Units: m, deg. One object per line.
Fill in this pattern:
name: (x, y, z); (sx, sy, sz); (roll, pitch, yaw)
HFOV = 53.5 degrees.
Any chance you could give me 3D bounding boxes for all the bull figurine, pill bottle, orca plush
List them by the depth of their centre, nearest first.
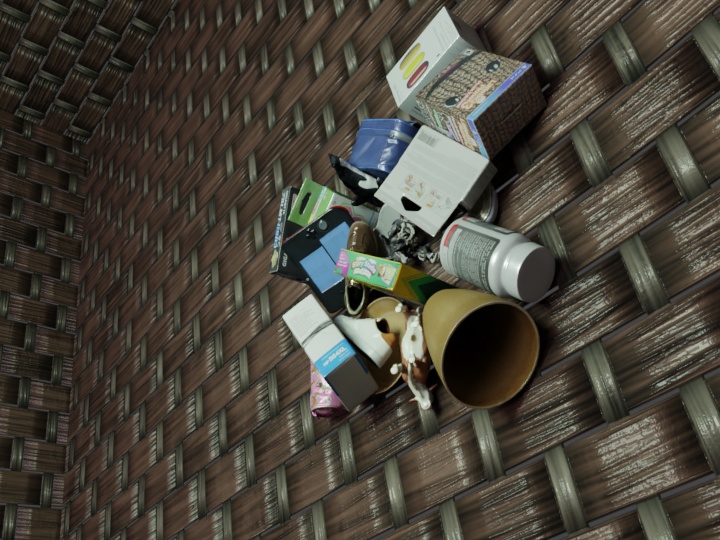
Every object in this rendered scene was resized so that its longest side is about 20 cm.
pill bottle: (0.242, -0.019, 1.275); (0.199, 0.112, 0.117); (27, 96, 53)
bull figurine: (0.105, 0.162, 1.369); (0.063, 0.121, 0.206); (-8, 67, 21)
orca plush: (0.000, -0.177, 1.569); (0.104, 0.198, 0.073); (18, 80, 45)

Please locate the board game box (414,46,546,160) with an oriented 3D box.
board game box: (0.229, -0.329, 1.386); (0.159, 0.097, 0.199); (-43, 39, -7)

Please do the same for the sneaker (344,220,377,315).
sneaker: (0.000, 0.000, 1.532); (0.076, 0.068, 0.206); (-77, -11, -68)

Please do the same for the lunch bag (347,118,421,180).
lunch bag: (0.074, -0.266, 1.573); (0.198, 0.134, 0.136); (14, 86, 53)

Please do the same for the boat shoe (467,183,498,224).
boat shoe: (0.219, -0.175, 1.411); (0.072, 0.061, 0.205); (-35, 50, 37)

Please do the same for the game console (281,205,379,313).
game console: (-0.056, -0.024, 1.581); (0.175, 0.202, 0.031); (-33, 14, 13)

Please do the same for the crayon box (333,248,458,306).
crayon box: (0.069, 0.021, 1.429); (0.198, 0.170, 0.060); (15, 86, 53)

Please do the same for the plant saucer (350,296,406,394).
plant saucer: (0.051, 0.160, 1.506); (0.198, 0.035, 0.206); (-25, 57, 45)

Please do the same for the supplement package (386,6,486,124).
supplement package: (0.166, -0.438, 1.549); (0.200, 0.108, 0.116); (-45, 44, 30)

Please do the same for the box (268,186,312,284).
box: (-0.106, -0.068, 1.665); (0.049, 0.195, 0.206); (-12, 66, 53)

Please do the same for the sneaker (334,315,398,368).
sneaker: (0.017, 0.130, 1.493); (0.085, 0.073, 0.199); (-45, 34, -8)

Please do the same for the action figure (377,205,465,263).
action figure: (0.117, -0.074, 1.457); (0.201, 0.117, 0.103); (-50, 34, 17)

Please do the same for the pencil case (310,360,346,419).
pencil case: (-0.074, 0.226, 1.601); (0.086, 0.081, 0.205); (-37, 49, 47)

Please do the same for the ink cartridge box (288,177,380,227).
ink cartridge box: (-0.054, -0.120, 1.620); (0.106, 0.196, 0.059); (-64, 33, 8)

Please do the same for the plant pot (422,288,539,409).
plant pot: (0.187, 0.113, 1.261); (0.190, 0.183, 0.200); (-64, 23, 8)

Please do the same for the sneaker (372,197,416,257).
sneaker: (0.069, -0.100, 1.577); (0.099, 0.070, 0.202); (-48, -10, -38)

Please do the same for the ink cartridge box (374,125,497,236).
ink cartridge box: (0.142, -0.171, 1.393); (0.178, 0.044, 0.199); (-54, 47, 2)

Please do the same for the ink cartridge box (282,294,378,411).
ink cartridge box: (-0.063, 0.167, 1.473); (0.083, 0.147, 0.201); (-36, 48, -5)
